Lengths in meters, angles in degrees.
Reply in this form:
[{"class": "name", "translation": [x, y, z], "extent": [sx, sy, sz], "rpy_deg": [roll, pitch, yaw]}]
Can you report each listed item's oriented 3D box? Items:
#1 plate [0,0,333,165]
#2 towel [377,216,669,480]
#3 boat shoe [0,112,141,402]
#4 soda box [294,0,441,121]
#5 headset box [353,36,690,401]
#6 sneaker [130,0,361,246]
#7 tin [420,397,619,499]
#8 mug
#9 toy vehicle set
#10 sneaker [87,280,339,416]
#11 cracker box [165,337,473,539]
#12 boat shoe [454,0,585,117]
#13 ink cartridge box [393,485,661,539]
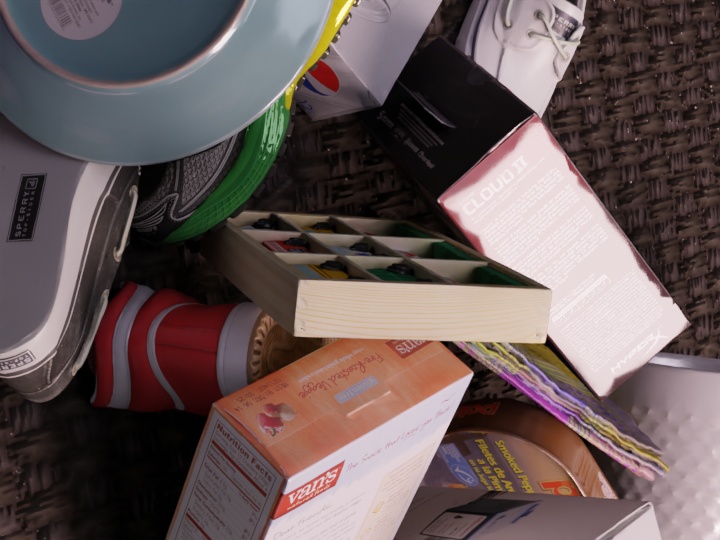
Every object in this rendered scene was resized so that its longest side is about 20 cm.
[{"class": "plate", "translation": [-0.108, -0.150, 0.790], "extent": [0.026, 0.199, 0.201], "rpy_deg": [32, 59, -78]}, {"class": "towel", "translation": [0.095, 0.048, 1.009], "extent": [0.200, 0.144, 0.023], "rpy_deg": [36, 99, -33]}, {"class": "boat shoe", "translation": [-0.146, -0.034, 0.827], "extent": [0.064, 0.070, 0.201], "rpy_deg": [61, 38, -57]}, {"class": "soda box", "translation": [0.014, -0.187, 0.990], "extent": [0.068, 0.063, 0.201], "rpy_deg": [48, 56, -30]}, {"class": "headset box", "translation": [0.089, -0.039, 0.984], "extent": [0.077, 0.149, 0.200], "rpy_deg": [-41, 121, 2]}, {"class": "sneaker", "translation": [-0.075, -0.106, 0.854], "extent": [0.085, 0.078, 0.201], "rpy_deg": [18, 107, -32]}, {"class": "tin", "translation": [0.110, 0.159, 1.022], "extent": [0.200, 0.112, 0.042], "rpy_deg": [57, 42, -26]}, {"class": "mug", "translation": [0.238, 0.152, 1.090], "extent": [0.147, 0.199, 0.177], "rpy_deg": [4, 93, -42]}, {"class": "toy vehicle set", "translation": [0.000, 0.000, 0.845], "extent": [0.124, 0.200, 0.027], "rpy_deg": [2, 100, -19]}, {"class": "sneaker", "translation": [-0.074, 0.057, 0.894], "extent": [0.200, 0.112, 0.072], "rpy_deg": [54, 45, -66]}, {"class": "cracker box", "translation": [-0.034, 0.125, 0.842], "extent": [0.134, 0.058, 0.201], "rpy_deg": [-25, 148, -43]}, {"class": "boat shoe", "translation": [0.111, -0.162, 1.080], "extent": [0.073, 0.067, 0.201], "rpy_deg": [19, 74, -41]}, {"class": "ink cartridge box", "translation": [0.079, 0.204, 0.927], "extent": [0.086, 0.199, 0.147], "rpy_deg": [-26, 105, -42]}]
